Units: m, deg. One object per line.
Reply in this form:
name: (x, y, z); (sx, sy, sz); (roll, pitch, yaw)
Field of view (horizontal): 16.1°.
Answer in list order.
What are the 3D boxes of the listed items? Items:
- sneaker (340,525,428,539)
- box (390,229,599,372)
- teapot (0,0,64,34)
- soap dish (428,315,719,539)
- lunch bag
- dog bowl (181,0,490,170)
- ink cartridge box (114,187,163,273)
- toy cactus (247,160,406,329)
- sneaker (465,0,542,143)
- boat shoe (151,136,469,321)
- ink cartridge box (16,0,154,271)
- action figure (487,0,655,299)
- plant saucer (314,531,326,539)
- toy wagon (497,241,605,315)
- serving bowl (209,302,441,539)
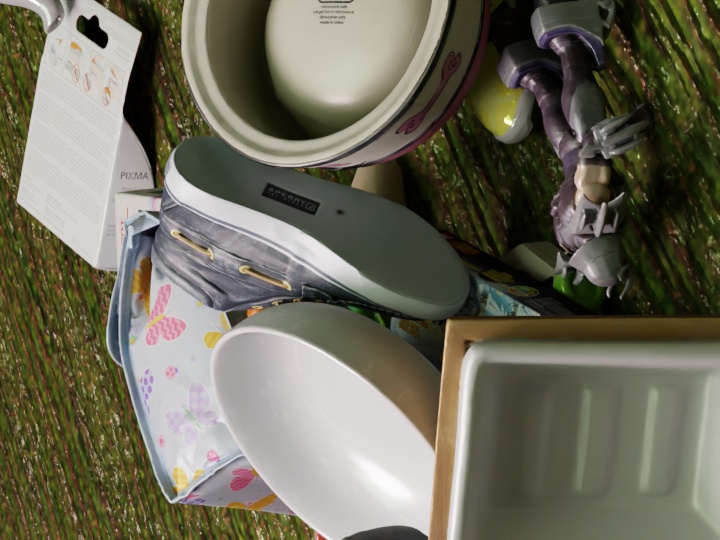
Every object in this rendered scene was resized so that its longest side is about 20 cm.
sneaker: (0.080, 0.205, 1.474); (0.075, 0.199, 0.106); (-59, 23, 14)
box: (0.084, 0.071, 1.547); (0.200, 0.040, 0.138); (32, 121, 52)
teapot: (-0.293, -0.330, 2.087); (0.198, 0.145, 0.201); (-82, -9, -49)
soap dish: (0.132, 0.096, 1.413); (0.081, 0.198, 0.159); (-128, 40, -68)
lunch bag: (-0.077, 0.060, 1.746); (0.127, 0.169, 0.201); (-33, 64, 29)
dog bowl: (-0.009, -0.152, 1.537); (0.199, 0.074, 0.202); (-10, 73, 33)
ink cartridge box: (-0.131, -0.001, 1.938); (0.200, 0.067, 0.118); (9, 103, 58)
toy cactus: (0.000, 0.000, 1.682); (0.102, 0.200, 0.166); (-17, 44, 25)
sneaker: (0.055, -0.164, 1.597); (0.075, 0.076, 0.201); (-52, 53, 47)
boat shoe: (-0.032, -0.005, 1.555); (0.199, 0.071, 0.091); (26, 135, 7)
ink cartridge box: (-0.216, -0.121, 2.091); (0.160, 0.047, 0.201); (36, 118, 52)
action figure: (0.130, -0.076, 1.481); (0.130, 0.069, 0.201); (121, 141, -61)
plant saucer: (0.051, 0.233, 1.708); (0.200, 0.036, 0.201); (-44, 59, 54)
toy wagon: (0.116, 0.088, 1.575); (0.155, 0.039, 0.201); (-36, 66, 55)
serving bowl: (0.005, 0.092, 1.534); (0.199, 0.066, 0.201); (32, 149, 23)
